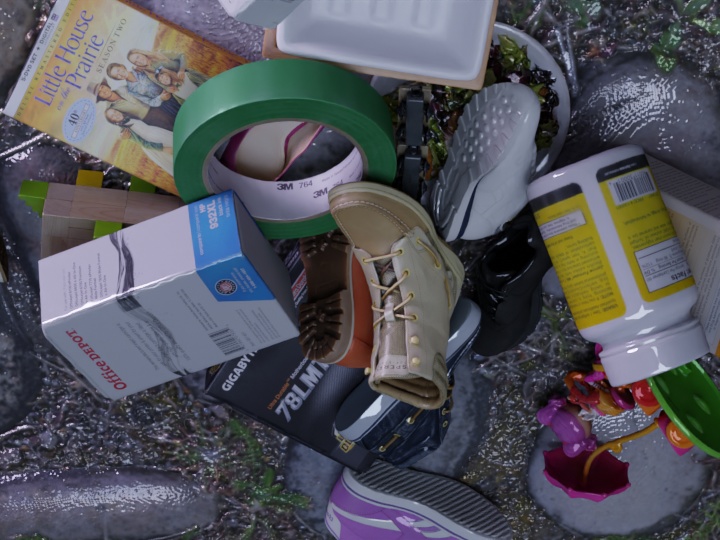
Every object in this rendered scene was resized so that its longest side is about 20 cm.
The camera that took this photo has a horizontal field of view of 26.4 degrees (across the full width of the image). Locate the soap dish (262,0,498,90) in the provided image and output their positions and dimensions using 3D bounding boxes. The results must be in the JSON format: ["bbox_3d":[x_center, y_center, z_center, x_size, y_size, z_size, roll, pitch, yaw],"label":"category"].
[{"bbox_3d":[0.022,-0.253,1.360,0.200,0.081,0.158,8,104,-7],"label":"soap dish"}]

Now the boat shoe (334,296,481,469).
[{"bbox_3d":[0.070,0.114,1.540,0.091,0.071,0.200,34,115,-23],"label":"boat shoe"}]

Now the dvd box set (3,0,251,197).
[{"bbox_3d":[-0.210,-0.168,1.427,0.200,0.029,0.146,26,105,-16],"label":"dvd box set"}]

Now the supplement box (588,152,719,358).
[{"bbox_3d":[0.298,-0.021,1.457,0.073,0.200,0.126,-19,131,-45],"label":"supplement box"}]

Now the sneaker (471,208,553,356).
[{"bbox_3d":[0.142,0.009,1.502,0.091,0.076,0.200,-19,143,-43],"label":"sneaker"}]

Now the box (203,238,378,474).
[{"bbox_3d":[-0.027,0.088,1.580,0.198,0.050,0.200,29,113,-18],"label":"box"}]

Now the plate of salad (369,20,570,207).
[{"bbox_3d":[0.102,-0.141,1.461,0.200,0.048,0.200,-1,118,-2],"label":"plate of salad"}]

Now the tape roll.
[{"bbox_3d":[-0.069,-0.106,1.384,0.200,0.048,0.201,-3,145,-2],"label":"tape roll"}]

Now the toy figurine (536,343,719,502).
[{"bbox_3d":[0.257,0.156,1.600,0.184,0.150,0.200,-39,92,27],"label":"toy figurine"}]

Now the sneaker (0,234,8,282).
[{"bbox_3d":[-0.407,-0.062,1.463,0.090,0.067,0.200,-15,122,-1],"label":"sneaker"}]

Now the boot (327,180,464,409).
[{"bbox_3d":[0.028,0.025,1.400,0.073,0.156,0.200,-9,146,28],"label":"boot"}]

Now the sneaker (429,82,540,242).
[{"bbox_3d":[0.130,-0.101,1.422,0.080,0.076,0.200,1,146,-20],"label":"sneaker"}]

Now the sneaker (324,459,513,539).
[{"bbox_3d":[0.059,0.282,1.682,0.200,0.073,0.114,22,120,-3],"label":"sneaker"}]

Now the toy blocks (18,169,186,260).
[{"bbox_3d":[-0.233,-0.009,1.499,0.200,0.100,0.137,6,130,-7],"label":"toy blocks"}]

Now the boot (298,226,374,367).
[{"bbox_3d":[0.000,0.000,1.488,0.107,0.200,0.075,18,160,-40],"label":"boot"}]

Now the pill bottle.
[{"bbox_3d":[0.235,-0.004,1.389,0.114,0.114,0.200,-21,87,8],"label":"pill bottle"}]

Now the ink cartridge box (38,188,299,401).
[{"bbox_3d":[-0.177,0.026,1.426,0.200,0.084,0.145,-20,143,9],"label":"ink cartridge box"}]

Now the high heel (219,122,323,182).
[{"bbox_3d":[-0.078,-0.115,1.437,0.067,0.096,0.200,35,111,-20],"label":"high heel"}]

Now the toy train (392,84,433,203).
[{"bbox_3d":[0.048,-0.100,1.435,0.034,0.046,0.200,4,137,2],"label":"toy train"}]

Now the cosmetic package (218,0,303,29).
[{"bbox_3d":[-0.105,-0.314,1.278,0.113,0.081,0.200,-41,76,19],"label":"cosmetic package"}]
